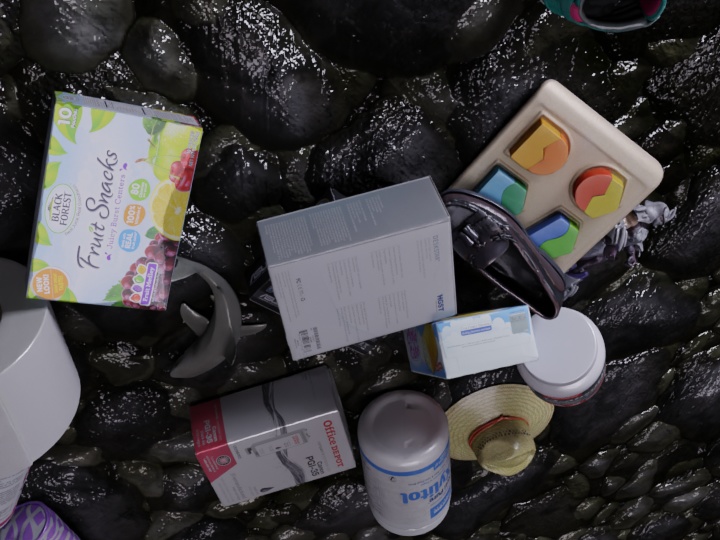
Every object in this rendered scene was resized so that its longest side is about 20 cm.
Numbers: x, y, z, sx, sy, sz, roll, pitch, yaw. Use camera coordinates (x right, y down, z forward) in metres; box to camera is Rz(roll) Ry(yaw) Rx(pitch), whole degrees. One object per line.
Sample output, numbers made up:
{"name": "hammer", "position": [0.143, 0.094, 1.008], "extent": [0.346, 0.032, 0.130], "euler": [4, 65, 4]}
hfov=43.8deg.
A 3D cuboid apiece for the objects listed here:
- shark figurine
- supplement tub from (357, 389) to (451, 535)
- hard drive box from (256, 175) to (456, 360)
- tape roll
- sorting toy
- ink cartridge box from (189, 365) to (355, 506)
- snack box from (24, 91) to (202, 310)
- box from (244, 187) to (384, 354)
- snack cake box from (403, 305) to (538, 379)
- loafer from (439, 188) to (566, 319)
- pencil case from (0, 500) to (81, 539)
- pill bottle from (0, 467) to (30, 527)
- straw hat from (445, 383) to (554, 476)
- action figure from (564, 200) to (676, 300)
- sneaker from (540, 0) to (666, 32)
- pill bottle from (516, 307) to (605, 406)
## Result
{"name": "shark figurine", "position": [-0.169, 0.064, 1.059], "extent": [0.127, 0.090, 0.215], "euler": [-8, 136, -12]}
{"name": "supplement tub", "position": [0.067, 0.282, 1.311], "extent": [0.131, 0.132, 0.201], "euler": [-14, 135, -5]}
{"name": "hard drive box", "position": [0.000, 0.000, 0.995], "extent": [0.198, 0.077, 0.157], "euler": [-14, 135, -5]}
{"name": "tape roll", "position": [-0.409, 0.102, 0.934], "extent": [0.201, 0.203, 0.140], "euler": [-10, 135, -8]}
{"name": "sorting toy", "position": [0.218, -0.090, 1.032], "extent": [0.185, 0.037, 0.200], "euler": [33, 116, -15]}
{"name": "ink cartridge box", "position": [-0.117, 0.228, 1.232], "extent": [0.198, 0.083, 0.147], "euler": [-16, 135, -2]}
{"name": "snack box", "position": [-0.248, -0.065, 0.893], "extent": [0.141, 0.053, 0.201], "euler": [7, 111, -23]}
{"name": "box", "position": [-0.014, 0.008, 1.084], "extent": [0.199, 0.044, 0.160], "euler": [29, 118, -37]}
{"name": "snack cake box", "position": [0.130, 0.088, 1.110], "extent": [0.114, 0.068, 0.200], "euler": [-11, 178, -10]}
{"name": "loafer", "position": [0.165, -0.017, 1.033], "extent": [0.200, 0.063, 0.072], "euler": [37, 123, -18]}
{"name": "pencil case", "position": [-0.448, 0.414, 1.300], "extent": [0.083, 0.086, 0.201], "euler": [-20, 136, 0]}
{"name": "pill bottle", "position": [-0.460, 0.226, 1.096], "extent": [0.113, 0.114, 0.201], "euler": [11, 128, -27]}
{"name": "straw hat", "position": [0.219, 0.266, 1.376], "extent": [0.199, 0.085, 0.202], "euler": [-10, 135, -10]}
{"name": "action figure", "position": [0.308, -0.029, 1.131], "extent": [0.199, 0.070, 0.130], "euler": [-32, 153, 24]}
{"name": "sneaker", "position": [0.266, -0.295, 0.832], "extent": [0.199, 0.121, 0.084], "euler": [-35, 133, 15]}
{"name": "pill bottle", "position": [0.262, 0.113, 1.174], "extent": [0.115, 0.117, 0.200], "euler": [-27, 161, 8]}
